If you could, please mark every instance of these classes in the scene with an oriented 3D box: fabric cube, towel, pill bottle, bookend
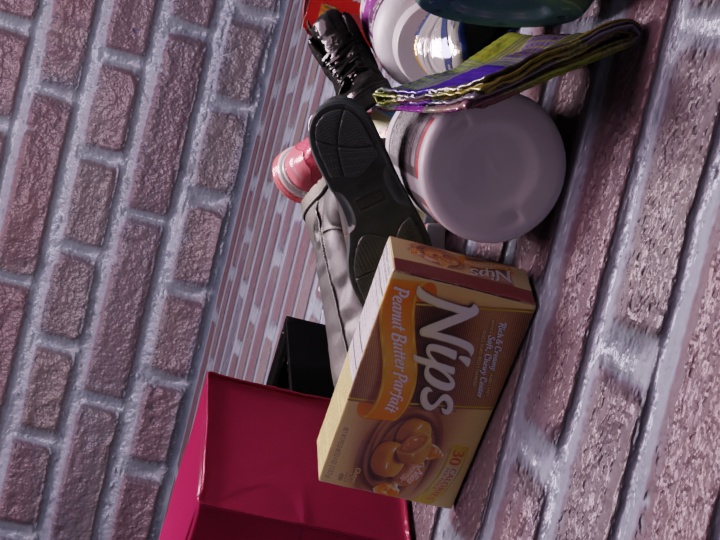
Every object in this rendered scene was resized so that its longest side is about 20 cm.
[{"bbox_3d":[-0.079,0.247,1.355,0.197,0.197,0.201,-93,20,-58],"label":"fabric cube"},{"bbox_3d":[0.101,-0.148,1.053,0.023,0.142,0.200,69,164,-13],"label":"towel"},{"bbox_3d":[0.084,-0.093,1.163,0.200,0.112,0.115,-131,55,-76],"label":"pill bottle"},{"bbox_3d":[0.063,-0.240,1.441,0.200,0.111,0.114,-110,35,-70],"label":"pill bottle"},{"bbox_3d":[-0.061,0.190,1.601,0.199,0.091,0.202,-100,25,-63],"label":"bookend"}]

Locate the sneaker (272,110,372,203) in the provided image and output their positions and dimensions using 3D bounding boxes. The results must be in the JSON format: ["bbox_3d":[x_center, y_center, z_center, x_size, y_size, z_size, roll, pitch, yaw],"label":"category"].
[{"bbox_3d":[0.008,-0.127,1.491,0.074,0.199,0.087,61,148,3],"label":"sneaker"}]

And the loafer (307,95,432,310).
[{"bbox_3d":[0.015,-0.045,1.160,0.063,0.071,0.202,-72,-35,-71],"label":"loafer"}]

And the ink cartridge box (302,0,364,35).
[{"bbox_3d":[0.037,-0.322,1.539,0.050,0.159,0.202,-89,16,-66],"label":"ink cartridge box"}]

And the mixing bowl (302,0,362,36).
[{"bbox_3d":[0.029,-0.333,1.647,0.201,0.107,0.201,-57,-13,-20],"label":"mixing bowl"}]

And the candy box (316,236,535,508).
[{"bbox_3d":[0.047,0.083,1.133,0.056,0.114,0.202,-99,24,-60],"label":"candy box"}]

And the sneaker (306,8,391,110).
[{"bbox_3d":[-0.017,-0.209,1.446,0.060,0.105,0.200,-32,8,8],"label":"sneaker"}]

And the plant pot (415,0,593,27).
[{"bbox_3d":[0.108,-0.270,1.071,0.200,0.198,0.164,173,102,-78],"label":"plant pot"}]

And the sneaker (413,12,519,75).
[{"bbox_3d":[0.126,-0.242,1.217,0.202,0.075,0.088,-62,26,-2],"label":"sneaker"}]

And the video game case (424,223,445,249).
[{"bbox_3d":[0.053,0.034,1.278,0.200,0.017,0.145,-179,89,-85],"label":"video game case"}]

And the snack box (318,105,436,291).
[{"bbox_3d":[0.031,-0.047,1.428,0.116,0.037,0.202,34,115,42],"label":"snack box"}]

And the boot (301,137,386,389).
[{"bbox_3d":[0.002,0.000,1.362,0.182,0.072,0.203,127,141,-58],"label":"boot"}]
